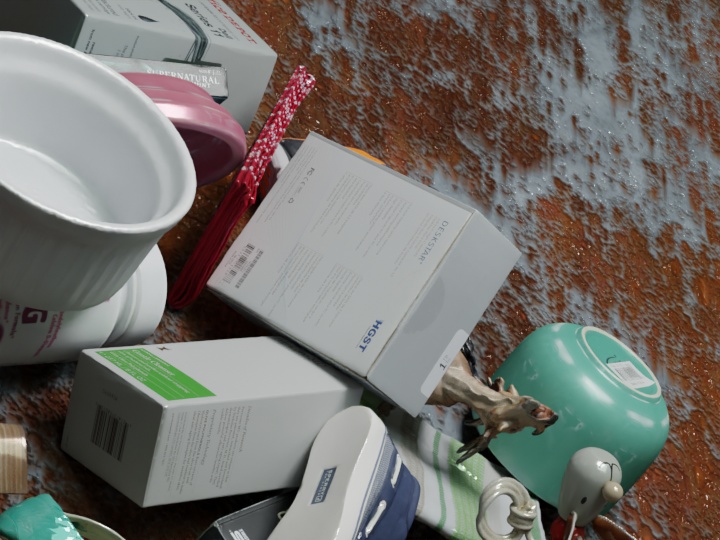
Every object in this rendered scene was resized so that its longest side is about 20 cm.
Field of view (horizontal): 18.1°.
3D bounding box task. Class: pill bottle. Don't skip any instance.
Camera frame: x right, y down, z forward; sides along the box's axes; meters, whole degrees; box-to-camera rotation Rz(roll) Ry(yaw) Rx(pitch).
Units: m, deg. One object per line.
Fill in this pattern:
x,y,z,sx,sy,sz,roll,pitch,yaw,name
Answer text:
-0.247,0.012,1.645,0.199,0.113,0.114,-2,54,-45,pill bottle

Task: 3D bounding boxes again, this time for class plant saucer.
-0.189,-0.105,1.751,0.200,0.200,0.051,8,70,-38,plant saucer

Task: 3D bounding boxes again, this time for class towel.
0.067,0.166,1.815,0.200,0.031,0.149,33,19,-17,towel
-0.097,-0.068,1.848,0.022,0.145,0.200,30,36,-5,towel

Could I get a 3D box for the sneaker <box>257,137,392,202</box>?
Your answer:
-0.012,-0.043,1.937,0.112,0.078,0.201,-6,54,-21,sneaker

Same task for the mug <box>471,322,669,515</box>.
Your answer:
0.185,0.110,1.931,0.152,0.115,0.185,30,23,-23,mug

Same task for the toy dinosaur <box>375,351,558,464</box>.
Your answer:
0.057,0.085,1.831,0.135,0.086,0.200,34,6,-39,toy dinosaur

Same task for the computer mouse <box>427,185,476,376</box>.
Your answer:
0.055,0.002,1.900,0.052,0.200,0.139,-11,63,4,computer mouse

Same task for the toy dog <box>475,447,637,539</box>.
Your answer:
0.166,0.247,1.729,0.131,0.201,0.096,-16,26,-27,toy dog

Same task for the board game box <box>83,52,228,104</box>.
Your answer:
-0.222,-0.134,1.785,0.199,0.135,0.028,4,71,-30,board game box

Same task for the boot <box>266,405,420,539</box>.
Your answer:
-0.011,0.199,1.633,0.090,0.073,0.200,54,45,-31,boot

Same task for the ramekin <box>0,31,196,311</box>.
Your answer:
-0.223,-0.065,1.568,0.200,0.098,0.201,24,34,-17,ramekin

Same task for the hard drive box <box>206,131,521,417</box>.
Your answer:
0.000,0.000,1.770,0.200,0.156,0.077,29,-8,43,hard drive box

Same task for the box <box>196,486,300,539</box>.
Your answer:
-0.014,0.255,1.667,0.160,0.044,0.200,-14,62,-51,box

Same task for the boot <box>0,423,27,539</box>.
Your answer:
-0.292,0.192,1.449,0.154,0.074,0.201,0,74,-20,boot

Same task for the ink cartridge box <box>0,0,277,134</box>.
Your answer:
-0.191,-0.195,1.915,0.199,0.083,0.147,9,26,-39,ink cartridge box

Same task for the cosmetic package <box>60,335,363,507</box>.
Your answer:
-0.108,0.109,1.672,0.199,0.085,0.107,-5,24,-46,cosmetic package

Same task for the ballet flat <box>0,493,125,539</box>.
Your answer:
-0.162,0.223,1.529,0.200,0.067,0.070,41,63,3,ballet flat
